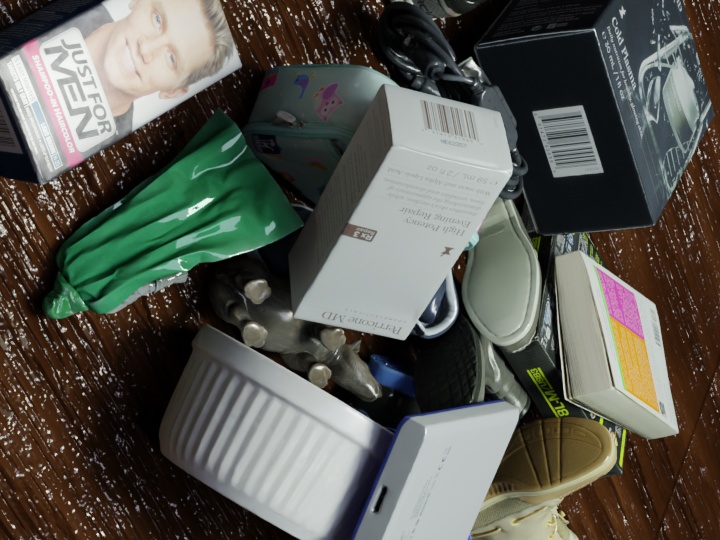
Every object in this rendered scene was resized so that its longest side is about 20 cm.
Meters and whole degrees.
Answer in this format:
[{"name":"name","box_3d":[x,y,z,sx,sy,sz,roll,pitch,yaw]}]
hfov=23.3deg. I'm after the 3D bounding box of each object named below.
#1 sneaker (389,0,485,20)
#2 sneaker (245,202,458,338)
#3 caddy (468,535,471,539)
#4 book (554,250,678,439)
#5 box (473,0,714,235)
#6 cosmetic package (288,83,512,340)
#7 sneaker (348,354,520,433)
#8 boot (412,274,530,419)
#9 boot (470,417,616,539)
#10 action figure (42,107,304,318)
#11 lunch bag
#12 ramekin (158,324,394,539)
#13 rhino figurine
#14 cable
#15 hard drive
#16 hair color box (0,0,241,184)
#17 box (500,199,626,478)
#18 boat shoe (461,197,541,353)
[{"name":"sneaker","box_3d":[0.113,-0.286,1.520,0.200,0.087,0.074,-49,126,-25]},{"name":"sneaker","box_3d":[0.000,0.000,1.454,0.200,0.108,0.070,30,77,-41]},{"name":"caddy","box_3d":[0.016,0.245,1.512,0.142,0.105,0.201,-50,145,-28]},{"name":"book","box_3d":[0.239,0.071,1.608,0.200,0.048,0.135,29,50,-57]},{"name":"box","box_3d":[0.217,-0.170,1.580,0.197,0.123,0.201,-55,131,-46]},{"name":"cosmetic package","box_3d":[0.026,-0.040,1.317,0.101,0.074,0.200,11,134,-18]},{"name":"sneaker","box_3d":[0.061,0.136,1.571,0.199,0.070,0.078,22,96,-42]},{"name":"boot","box_3d":[0.108,0.092,1.528,0.131,0.068,0.201,42,25,-29]},{"name":"boot","box_3d":[0.172,0.215,1.609,0.155,0.199,0.073,42,31,-40]},{"name":"action figure","box_3d":[-0.157,-0.024,1.325,0.199,0.118,0.055,-33,160,-13]},{"name":"lunch bag","box_3d":[0.009,-0.089,1.411,0.200,0.160,0.077,37,73,-41]},{"name":"ramekin","box_3d":[-0.064,0.136,1.367,0.200,0.200,0.105,36,83,-40]},{"name":"rhino figurine","box_3d":[-0.046,0.054,1.432,0.200,0.087,0.060,37,92,-35]},{"name":"cable","box_3d":[0.077,-0.140,1.476,0.051,0.163,0.200,-42,140,-3]},{"name":"hard drive","box_3d":[0.058,0.170,1.369,0.200,0.025,0.133,1,113,-65]},{"name":"hair color box","box_3d":[-0.190,-0.154,1.286,0.200,0.060,0.101,-36,121,-33]},{"name":"box","box_3d":[0.199,0.059,1.635,0.194,0.047,0.201,57,33,-36]},{"name":"boat shoe","box_3d":[0.125,-0.001,1.538,0.202,0.072,0.060,-99,163,-45]}]
